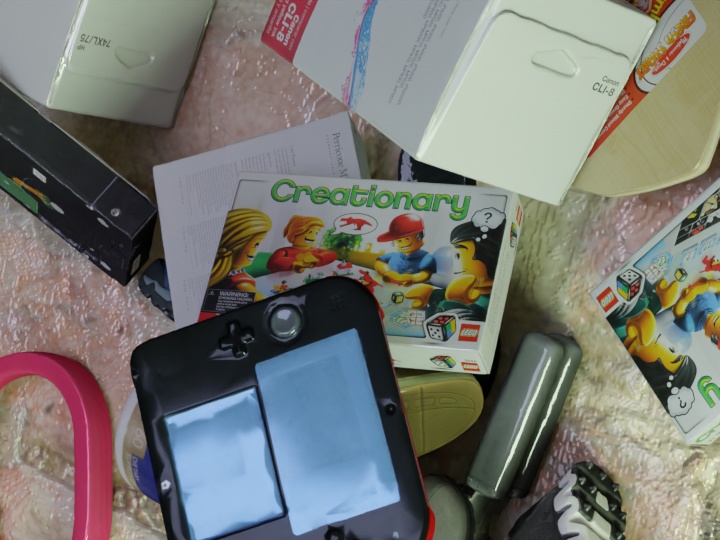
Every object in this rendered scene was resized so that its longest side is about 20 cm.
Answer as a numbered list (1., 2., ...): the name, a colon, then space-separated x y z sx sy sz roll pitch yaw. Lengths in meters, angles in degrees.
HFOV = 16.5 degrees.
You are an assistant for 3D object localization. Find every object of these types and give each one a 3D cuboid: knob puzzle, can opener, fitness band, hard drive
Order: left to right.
1. fitness band: -0.257 0.164 1.953 0.143 0.037 0.201 -4 85 33
2. hard drive: -0.240 -0.078 1.857 0.200 0.140 0.038 37 73 4
3. can opener: 0.084 0.130 1.697 0.067 0.053 0.201 27 101 33
4. knob puzzle: 0.186 -0.133 1.643 0.219 0.030 0.220 -16 67 43

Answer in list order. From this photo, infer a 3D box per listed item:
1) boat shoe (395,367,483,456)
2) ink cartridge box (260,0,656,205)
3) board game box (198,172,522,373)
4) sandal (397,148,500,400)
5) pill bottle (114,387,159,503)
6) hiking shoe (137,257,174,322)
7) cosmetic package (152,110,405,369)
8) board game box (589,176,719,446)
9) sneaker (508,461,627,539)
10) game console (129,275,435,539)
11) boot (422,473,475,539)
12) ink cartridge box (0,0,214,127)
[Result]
1. boat shoe: -0.018 0.097 1.680 0.200 0.073 0.063 -18 43 0
2. ink cartridge box: 0.063 -0.160 1.652 0.200 0.145 0.145 40 109 46
3. board game box: 0.000 0.000 1.670 0.199 0.035 0.127 4 60 17
4. sandal: 0.049 0.000 1.734 0.075 0.048 0.201 -14 79 34
5. pill bottle: -0.070 0.144 1.768 0.200 0.116 0.116 26 101 34
6. hiking shoe: -0.075 0.025 1.820 0.200 0.074 0.087 24 79 34
7. cosmetic package: -0.057 -0.001 1.746 0.150 0.052 0.201 -16 60 10
8. board game box: 0.255 0.004 1.593 0.200 0.035 0.126 -44 64 25
9. sneaker: 0.126 0.215 1.601 0.090 0.066 0.200 -36 26 28
10. game console: -0.051 0.115 1.593 0.176 0.031 0.201 -18 69 10
11. boot: -0.011 0.216 1.632 0.070 0.132 0.200 33 94 33
12. ink cartridge box: -0.234 -0.214 1.894 0.200 0.147 0.146 27 101 33
